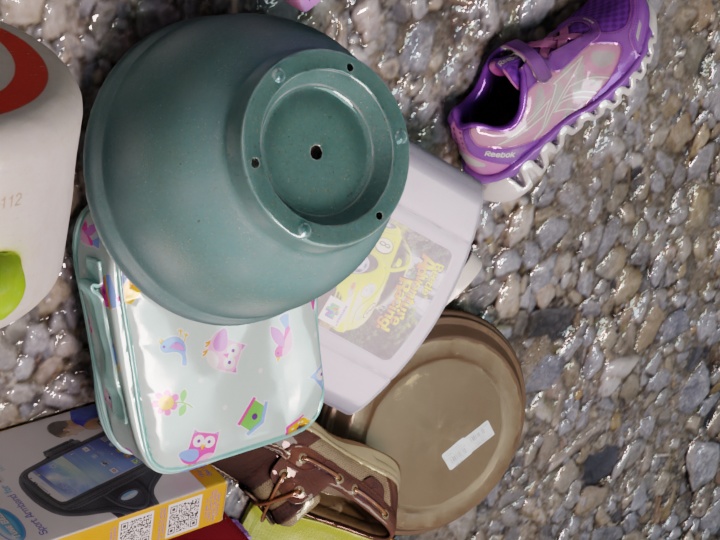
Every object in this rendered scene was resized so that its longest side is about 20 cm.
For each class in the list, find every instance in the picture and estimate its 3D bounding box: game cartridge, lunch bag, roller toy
[{"bbox_3d":[0.000,0.000,1.321,0.133,0.041,0.201,27,99,-19],"label":"game cartridge"},{"bbox_3d":[-0.112,0.028,1.223,0.160,0.077,0.201,-16,110,-28],"label":"lunch bag"},{"bbox_3d":[-0.246,-0.063,0.973,0.183,0.199,0.140,-56,162,-59],"label":"roller toy"}]

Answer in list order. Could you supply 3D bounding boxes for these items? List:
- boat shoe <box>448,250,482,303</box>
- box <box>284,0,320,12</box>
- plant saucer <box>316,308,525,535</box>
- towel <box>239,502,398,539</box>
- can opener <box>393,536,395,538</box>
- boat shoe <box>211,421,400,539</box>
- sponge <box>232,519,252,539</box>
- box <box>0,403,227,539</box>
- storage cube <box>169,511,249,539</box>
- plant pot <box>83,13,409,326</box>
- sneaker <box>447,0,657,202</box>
[{"bbox_3d":[0.000,0.036,1.384,0.200,0.074,0.060,-40,100,11],"label":"boat shoe"},{"bbox_3d":[-0.015,-0.293,1.082,0.200,0.097,0.176,-40,140,-12],"label":"box"},{"bbox_3d":[0.056,0.130,1.490,0.199,0.029,0.201,-10,112,-26],"label":"plant saucer"},{"bbox_3d":[-0.014,0.252,1.496,0.199,0.018,0.086,21,103,-19],"label":"towel"},{"bbox_3d":[-0.003,0.242,1.547,0.066,0.053,0.200,40,87,-35],"label":"can opener"},{"bbox_3d":[-0.051,0.159,1.378,0.199,0.072,0.072,25,137,-33],"label":"boat shoe"},{"bbox_3d":[-0.180,0.242,1.396,0.199,0.030,0.112,10,112,-47],"label":"sponge"},{"bbox_3d":[-0.204,0.151,1.228,0.199,0.119,0.042,-13,128,-38],"label":"box"},{"bbox_3d":[-0.134,0.294,1.315,0.200,0.180,0.171,-32,138,-19],"label":"storage cube"},{"bbox_3d":[-0.052,-0.069,1.120,0.199,0.134,0.202,3,85,-33],"label":"plant pot"},{"bbox_3d":[0.141,-0.147,1.368,0.200,0.080,0.088,-47,133,-4],"label":"sneaker"}]
